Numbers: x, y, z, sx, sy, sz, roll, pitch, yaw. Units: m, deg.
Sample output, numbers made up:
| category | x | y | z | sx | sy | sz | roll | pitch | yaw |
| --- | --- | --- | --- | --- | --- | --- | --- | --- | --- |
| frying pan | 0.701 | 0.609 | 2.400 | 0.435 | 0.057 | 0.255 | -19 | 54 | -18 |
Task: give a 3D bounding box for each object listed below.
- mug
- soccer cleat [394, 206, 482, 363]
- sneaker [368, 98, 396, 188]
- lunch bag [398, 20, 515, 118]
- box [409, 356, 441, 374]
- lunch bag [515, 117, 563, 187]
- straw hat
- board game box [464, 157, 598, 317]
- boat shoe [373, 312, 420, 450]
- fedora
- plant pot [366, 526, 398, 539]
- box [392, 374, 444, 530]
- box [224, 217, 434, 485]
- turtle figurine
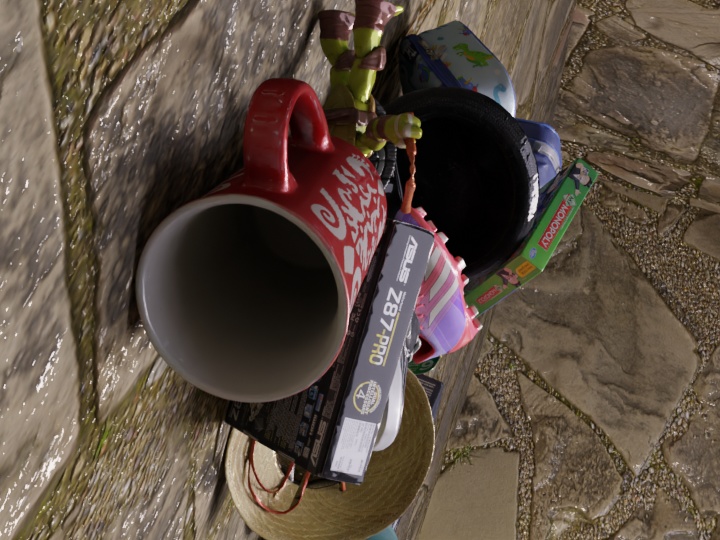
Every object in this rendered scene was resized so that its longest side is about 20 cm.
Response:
| category | x | y | z | sx | sy | sz | roll | pitch | yaw |
| --- | --- | --- | --- | --- | --- | --- | --- | --- | --- |
| mug | -0.040 | -0.031 | 0.823 | 0.178 | 0.133 | 0.200 | -54 | -179 | 23 |
| soccer cleat | 0.058 | 0.018 | 1.139 | 0.076 | 0.067 | 0.200 | -34 | 144 | -5 |
| sneaker | -0.017 | -0.058 | 1.114 | 0.091 | 0.075 | 0.202 | -158 | -106 | -75 |
| lunch bag | 0.103 | -0.147 | 1.310 | 0.161 | 0.082 | 0.201 | -121 | -161 | -44 |
| box | 0.051 | 0.037 | 1.407 | 0.048 | 0.117 | 0.201 | 49 | 43 | -35 |
| lunch bag | 0.170 | -0.132 | 1.598 | 0.136 | 0.198 | 0.133 | 63 | 41 | -67 |
| straw hat | -0.039 | 0.152 | 1.146 | 0.085 | 0.200 | 0.203 | 20 | -85 | 68 |
| board game box | 0.159 | -0.023 | 1.288 | 0.135 | 0.029 | 0.200 | -57 | -173 | -28 |
| boat shoe | 0.019 | 0.052 | 1.023 | 0.072 | 0.067 | 0.201 | -35 | -129 | 41 |
| fedora | 0.078 | -0.091 | 1.191 | 0.092 | 0.199 | 0.202 | -87 | -174 | -60 |
| plant pot | -0.020 | 0.360 | 1.392 | 0.188 | 0.198 | 0.202 | -81 | -177 | -74 |
| box | 0.017 | 0.246 | 1.568 | 0.201 | 0.103 | 0.183 | 98 | 17 | -51 |
| box | -0.030 | 0.050 | 0.989 | 0.049 | 0.161 | 0.202 | 16 | 89 | -37 |
| turtle figurine | -0.010 | -0.122 | 0.970 | 0.200 | 0.064 | 0.163 | 172 | -81 | -70 |
